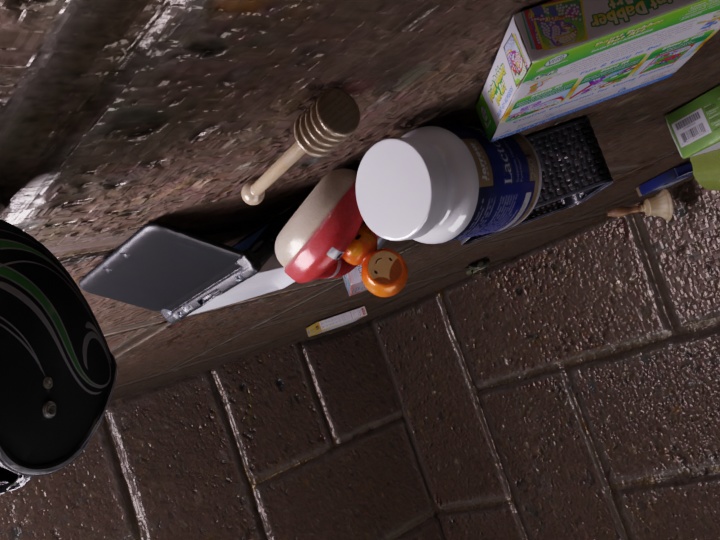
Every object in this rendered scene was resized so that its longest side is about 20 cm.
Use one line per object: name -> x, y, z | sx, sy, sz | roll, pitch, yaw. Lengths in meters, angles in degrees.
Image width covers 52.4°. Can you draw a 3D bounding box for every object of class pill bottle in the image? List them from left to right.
pill bottle -> 0.092, -0.089, 0.750 | 0.115, 0.117, 0.199 | -26, 172, 41

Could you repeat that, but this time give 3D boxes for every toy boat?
toy boat -> -0.001, -0.025, 0.799 | 0.131, 0.131, 0.200 | -50, 165, 14

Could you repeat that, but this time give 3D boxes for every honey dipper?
honey dipper -> -0.061, -0.092, 0.619 | 0.038, 0.038, 0.199 | -16, 173, -31

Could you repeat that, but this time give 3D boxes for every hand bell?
hand bell -> 0.924, -0.206, 2.444 | 0.197, 0.106, 0.104 | -8, 174, 4

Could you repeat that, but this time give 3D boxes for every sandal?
sandal -> 0.433, -0.001, 2.670 | 0.079, 0.058, 0.201 | -20, 173, -2

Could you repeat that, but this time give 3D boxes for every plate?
plate -> -0.166, 0.012, 1.132 | 0.198, 0.033, 0.199 | -15, 171, -34

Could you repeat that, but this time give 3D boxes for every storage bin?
storage bin -> 0.222, -0.119, 0.999 | 0.197, 0.095, 0.135 | -19, 173, -7

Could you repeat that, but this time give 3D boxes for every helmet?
helmet -> -0.277, 0.054, 0.475 | 0.198, 0.191, 0.201 | -29, -151, 18

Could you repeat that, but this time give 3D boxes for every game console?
game console -> -0.191, -0.025, 0.834 | 0.199, 0.117, 0.176 | -26, -159, 44

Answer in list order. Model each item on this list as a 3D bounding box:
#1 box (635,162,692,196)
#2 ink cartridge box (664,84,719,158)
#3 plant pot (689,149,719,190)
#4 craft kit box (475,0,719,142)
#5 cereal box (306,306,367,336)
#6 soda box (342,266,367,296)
box -> 0.876, -0.264, 2.032 | 0.120, 0.033, 0.200 | -18, 174, -20
ink cartridge box -> 0.604, -0.253, 1.150 | 0.198, 0.077, 0.147 | -17, 172, -34
plant pot -> 0.758, -0.231, 1.428 | 0.198, 0.203, 0.189 | -17, -174, -24
craft kit box -> 0.209, -0.189, 0.628 | 0.197, 0.049, 0.198 | -20, 176, -2
cereal box -> -0.088, 0.188, 2.699 | 0.198, 0.040, 0.144 | -18, 173, -27
soda box -> 0.000, 0.000, 1.396 | 0.068, 0.064, 0.200 | -19, 174, -4
